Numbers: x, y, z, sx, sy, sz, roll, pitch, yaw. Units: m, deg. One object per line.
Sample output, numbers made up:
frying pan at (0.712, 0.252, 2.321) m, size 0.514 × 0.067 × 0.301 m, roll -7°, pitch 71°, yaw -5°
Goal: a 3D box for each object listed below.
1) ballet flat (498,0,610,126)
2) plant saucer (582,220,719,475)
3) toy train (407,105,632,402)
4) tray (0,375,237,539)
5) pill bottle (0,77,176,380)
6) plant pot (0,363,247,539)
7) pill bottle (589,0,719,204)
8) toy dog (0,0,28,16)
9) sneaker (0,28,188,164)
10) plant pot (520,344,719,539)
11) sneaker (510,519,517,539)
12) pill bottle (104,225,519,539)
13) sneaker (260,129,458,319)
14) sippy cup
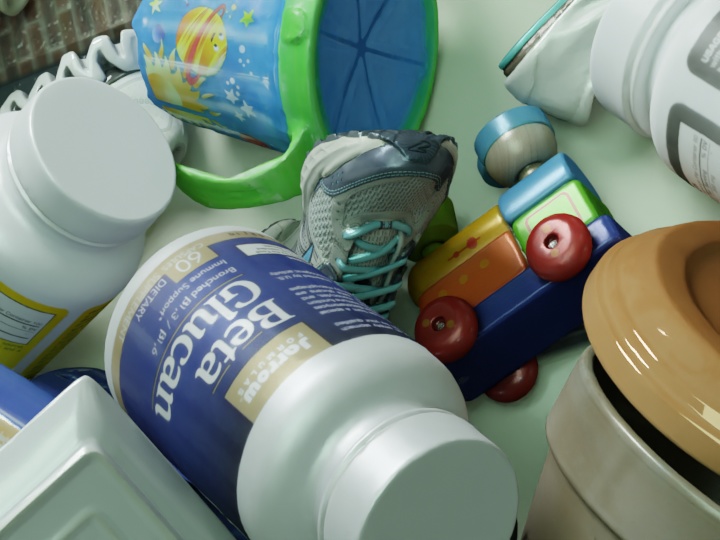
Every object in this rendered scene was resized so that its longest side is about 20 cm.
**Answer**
ballet flat at (0.155, -0.159, 0.977) m, size 0.069 × 0.069 × 0.200 m, roll 42°, pitch 98°, yaw 20°
plant saucer at (0.197, 0.038, 0.851) m, size 0.199 × 0.200 × 0.038 m, roll 37°, pitch 123°, yaw 20°
toy train at (0.043, 0.011, 0.972) m, size 0.199 × 0.084 × 0.116 m, roll -36°, pitch 54°, yaw 16°
tray at (-0.096, 0.152, 0.818) m, size 0.107 × 0.201 × 0.022 m, roll -41°, pitch 25°, yaw -8°
pill bottle at (-0.183, -0.010, 0.981) m, size 0.200 × 0.112 × 0.113 m, roll -40°, pitch 67°, yaw 39°
plant pot at (-0.140, 0.167, 0.937) m, size 0.199 × 0.180 × 0.201 m, roll 29°, pitch 88°, yaw 21°
pill bottle at (0.211, -0.073, 0.887) m, size 0.114 × 0.114 × 0.200 m, roll -52°, pitch 52°, yaw 2°
toy dog at (-0.301, -0.188, 1.101) m, size 0.199 × 0.139 × 0.195 m, roll 28°, pitch 125°, yaw 19°
sneaker at (-0.188, -0.058, 1.060) m, size 0.199 × 0.075 × 0.082 m, roll -28°, pitch 81°, yaw 11°
plant pot at (0.144, 0.160, 0.857) m, size 0.199 × 0.200 × 0.175 m, roll 36°, pitch 107°, yaw 21°
sneaker at (0.016, 0.158, 0.903) m, size 0.076 × 0.091 × 0.200 m, roll 42°, pitch 127°, yaw 6°
pill bottle at (-0.022, 0.065, 0.815) m, size 0.112 × 0.111 × 0.200 m, roll -56°, pitch 41°, yaw 0°
sneaker at (0.000, 0.000, 0.931) m, size 0.077 × 0.200 × 0.087 m, roll 2°, pitch 64°, yaw -20°
sippy cup at (-0.045, -0.123, 0.999) m, size 0.129 × 0.178 × 0.141 m, roll 8°, pitch 116°, yaw 30°
